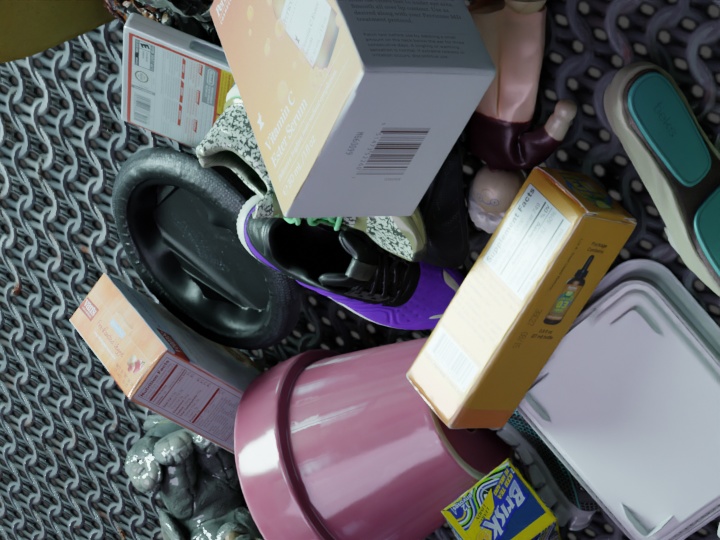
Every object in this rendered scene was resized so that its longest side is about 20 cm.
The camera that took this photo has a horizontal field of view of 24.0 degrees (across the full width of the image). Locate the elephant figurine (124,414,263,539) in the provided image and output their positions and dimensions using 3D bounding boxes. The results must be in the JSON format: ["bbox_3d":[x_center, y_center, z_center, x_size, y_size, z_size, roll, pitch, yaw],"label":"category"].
[{"bbox_3d":[-0.142,0.241,1.642,0.140,0.155,0.202,-17,101,22],"label":"elephant figurine"}]

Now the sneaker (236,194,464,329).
[{"bbox_3d":[0.000,0.000,1.328,0.198,0.070,0.099,21,180,-13],"label":"sneaker"}]

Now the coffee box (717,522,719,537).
[{"bbox_3d":[0.366,0.084,1.061,0.198,0.200,0.199,24,134,24],"label":"coffee box"}]

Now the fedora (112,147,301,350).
[{"bbox_3d":[-0.115,-0.033,1.450,0.199,0.092,0.202,22,132,26],"label":"fedora"}]

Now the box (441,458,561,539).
[{"bbox_3d":[0.121,0.220,1.386,0.064,0.070,0.200,51,175,20],"label":"box"}]

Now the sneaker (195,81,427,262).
[{"bbox_3d":[-0.041,-0.056,1.261,0.199,0.089,0.077,36,154,14],"label":"sneaker"}]

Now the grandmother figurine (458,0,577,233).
[{"bbox_3d":[0.100,-0.117,1.236,0.121,0.060,0.202,29,135,40],"label":"grandmother figurine"}]

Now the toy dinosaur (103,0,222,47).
[{"bbox_3d":[-0.126,-0.202,1.355,0.198,0.103,0.136,16,148,7],"label":"toy dinosaur"}]

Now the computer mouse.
[{"bbox_3d":[0.040,-0.082,1.282,0.139,0.052,0.201,-121,16,-48],"label":"computer mouse"}]

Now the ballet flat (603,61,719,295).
[{"bbox_3d":[0.228,-0.055,1.181,0.069,0.069,0.201,-20,105,46],"label":"ballet flat"}]

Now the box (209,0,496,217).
[{"bbox_3d":[-0.012,-0.161,1.185,0.153,0.105,0.201,-60,43,45],"label":"box"}]

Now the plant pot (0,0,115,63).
[{"bbox_3d":[-0.321,-0.278,1.355,0.193,0.200,0.197,32,137,16],"label":"plant pot"}]

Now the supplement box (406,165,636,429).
[{"bbox_3d":[0.117,0.022,1.257,0.069,0.066,0.201,50,118,35],"label":"supplement box"}]

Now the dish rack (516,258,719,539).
[{"bbox_3d":[0.215,0.110,1.283,0.171,0.044,0.200,-41,91,28],"label":"dish rack"}]

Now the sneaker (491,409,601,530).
[{"bbox_3d":[0.153,0.110,1.367,0.091,0.078,0.201,-32,102,31],"label":"sneaker"}]

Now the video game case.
[{"bbox_3d":[-0.095,-0.124,1.347,0.198,0.018,0.143,22,153,2],"label":"video game case"}]

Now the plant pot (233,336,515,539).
[{"bbox_3d":[0.023,0.144,1.414,0.178,0.200,0.201,-27,103,31],"label":"plant pot"}]

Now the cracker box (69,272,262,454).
[{"bbox_3d":[-0.146,0.093,1.485,0.200,0.058,0.134,35,-174,-43],"label":"cracker box"}]
